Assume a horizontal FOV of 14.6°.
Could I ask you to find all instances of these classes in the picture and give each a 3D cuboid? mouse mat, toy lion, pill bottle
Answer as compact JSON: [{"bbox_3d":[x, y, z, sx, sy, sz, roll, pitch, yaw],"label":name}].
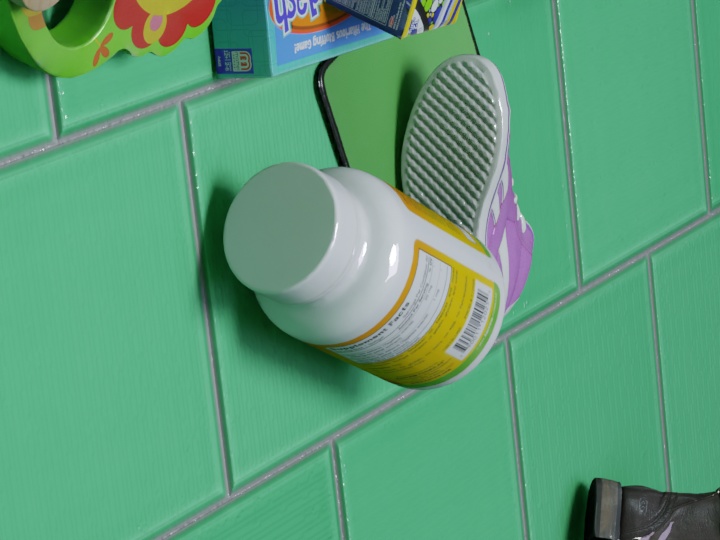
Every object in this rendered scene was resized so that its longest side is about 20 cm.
[{"bbox_3d":[0.035,-0.115,1.914,0.200,0.007,0.162,-53,135,-46],"label":"mouse mat"},{"bbox_3d":[-0.129,-0.185,1.563,0.200,0.068,0.192,-53,151,-22],"label":"toy lion"},{"bbox_3d":[0.000,0.000,1.759,0.200,0.111,0.112,28,67,-56],"label":"pill bottle"}]

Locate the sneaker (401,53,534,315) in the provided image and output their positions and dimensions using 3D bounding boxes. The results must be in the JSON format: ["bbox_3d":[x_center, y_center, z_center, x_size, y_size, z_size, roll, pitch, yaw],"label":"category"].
[{"bbox_3d":[0.080,-0.054,1.929,0.114,0.072,0.202,-24,122,-61],"label":"sneaker"}]

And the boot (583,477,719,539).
[{"bbox_3d":[0.256,0.244,2.131,0.069,0.173,0.201,110,-15,-77],"label":"boot"}]

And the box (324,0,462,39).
[{"bbox_3d":[0.043,-0.248,1.711,0.070,0.064,0.201,-23,135,-56],"label":"box"}]

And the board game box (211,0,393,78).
[{"bbox_3d":[-0.042,-0.230,1.742,0.152,0.045,0.201,-26,114,-57],"label":"board game box"}]
